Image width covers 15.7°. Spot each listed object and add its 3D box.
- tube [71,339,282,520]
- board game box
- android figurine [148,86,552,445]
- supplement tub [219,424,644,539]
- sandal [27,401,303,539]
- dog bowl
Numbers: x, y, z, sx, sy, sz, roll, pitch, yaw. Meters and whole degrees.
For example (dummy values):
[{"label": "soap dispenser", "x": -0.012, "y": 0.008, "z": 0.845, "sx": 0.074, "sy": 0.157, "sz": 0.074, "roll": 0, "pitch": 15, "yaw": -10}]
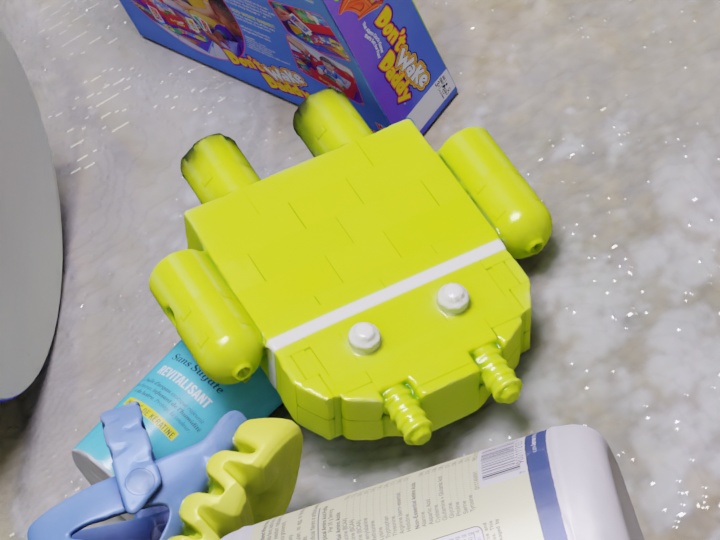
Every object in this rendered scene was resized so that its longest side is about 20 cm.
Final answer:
[{"label": "tube", "x": -0.047, "y": 0.035, "z": 1.223, "sx": 0.077, "sy": 0.050, "sz": 0.200, "roll": 36, "pitch": 69, "yaw": 24}, {"label": "board game box", "x": -0.057, "y": -0.147, "z": 1.305, "sx": 0.200, "sy": 0.135, "sz": 0.045, "roll": 26, "pitch": 68, "yaw": 37}, {"label": "android figurine", "x": 0.000, "y": 0.000, "z": 1.197, "sx": 0.181, "sy": 0.041, "sz": 0.200, "roll": -22, "pitch": 52, "yaw": -16}, {"label": "supplement tub", "x": 0.020, "y": 0.155, "z": 1.019, "sx": 0.199, "sy": 0.145, "sz": 0.145, "roll": -19, "pitch": 48, "yaw": 7}, {"label": "sandal", "x": -0.108, "y": 0.132, "z": 1.115, "sx": 0.087, "sy": 0.080, "sz": 0.200, "roll": 26, "pitch": 59, "yaw": 17}, {"label": "dog bowl", "x": -0.216, "y": -0.030, "z": 1.243, "sx": 0.078, "sy": 0.200, "sz": 0.201, "roll": -7, "pitch": 51, "yaw": 17}]
